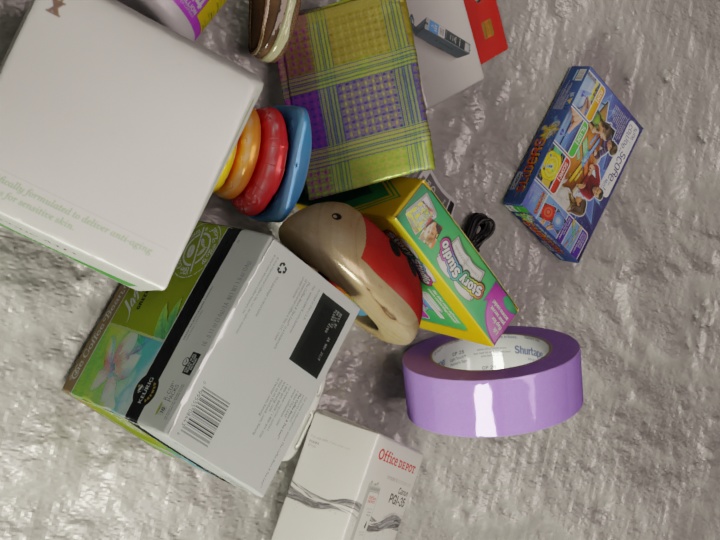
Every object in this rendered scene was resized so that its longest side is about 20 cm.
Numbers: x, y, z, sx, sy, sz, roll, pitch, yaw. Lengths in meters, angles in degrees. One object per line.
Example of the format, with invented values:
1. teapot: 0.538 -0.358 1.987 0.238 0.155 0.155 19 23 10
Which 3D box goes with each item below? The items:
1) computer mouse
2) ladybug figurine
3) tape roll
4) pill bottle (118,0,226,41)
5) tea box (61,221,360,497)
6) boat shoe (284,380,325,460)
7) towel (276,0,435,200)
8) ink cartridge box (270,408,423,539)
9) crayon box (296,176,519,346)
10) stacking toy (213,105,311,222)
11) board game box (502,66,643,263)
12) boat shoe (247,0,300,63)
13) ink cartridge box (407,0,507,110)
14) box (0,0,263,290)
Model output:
1. computer mouse: 0.073 -0.066 1.519 0.110 0.044 0.200 -55 131 -13
2. ladybug figurine: 0.000 0.000 1.329 0.072 0.135 0.200 -52 134 -11
3. tape roll: 0.147 0.120 1.503 0.199 0.199 0.066 -16 106 -36
4. pill bottle: -0.138 -0.297 1.189 0.104 0.104 0.201 45 72 -34
5. tea box: -0.141 0.074 1.263 0.133 0.196 0.201 39 72 -37
6. boat shoe: -0.067 0.101 1.418 0.065 0.073 0.202 33 77 -56
7. towel: -0.007 -0.181 1.350 0.023 0.142 0.202 33 44 -74
8. ink cartridge box: -0.021 0.264 1.433 0.146 0.082 0.202 36 73 -63
9. crayon box: 0.049 -0.016 1.420 0.058 0.172 0.200 -53 125 -20
10. stacking toy: -0.157 -0.120 1.295 0.198 0.109 0.117 11 91 -28
11. board game box: 0.265 -0.130 1.668 0.135 0.034 0.201 40 72 -37
12. boat shoe: -0.098 -0.310 1.331 0.074 0.075 0.205 9 85 -26
13. ink cartridge box: 0.095 -0.305 1.499 0.175 0.045 0.202 -32 116 -30
14. box: -0.221 -0.110 1.146 0.198 0.171 0.202 26 81 -15
